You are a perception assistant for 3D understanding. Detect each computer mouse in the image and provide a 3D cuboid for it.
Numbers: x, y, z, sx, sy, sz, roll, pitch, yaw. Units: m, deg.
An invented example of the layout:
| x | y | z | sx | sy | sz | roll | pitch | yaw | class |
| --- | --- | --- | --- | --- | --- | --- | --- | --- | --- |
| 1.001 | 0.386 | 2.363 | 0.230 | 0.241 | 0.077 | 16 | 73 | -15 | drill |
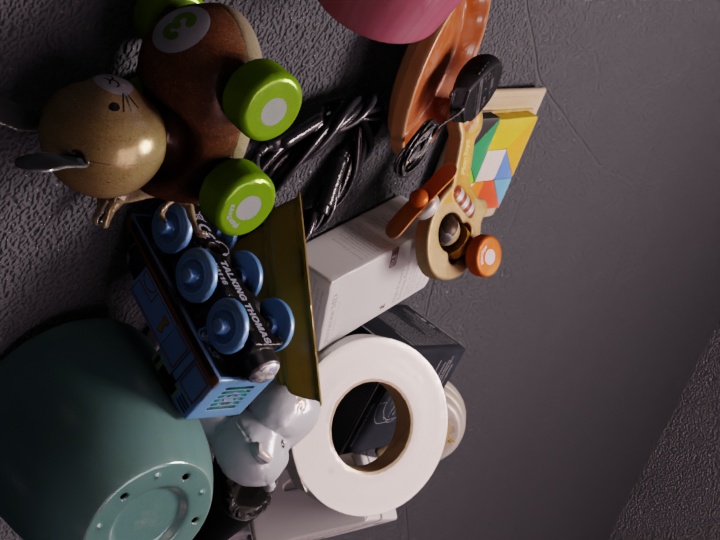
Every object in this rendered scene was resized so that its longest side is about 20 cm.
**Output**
| x | y | z | sx | sy | sz | roll | pitch | yaw | class |
| --- | --- | --- | --- | --- | --- | --- | --- | --- | --- |
| 0.088 | -0.165 | 1.312 | 0.200 | 0.034 | 0.059 | -46 | 155 | -35 | computer mouse |

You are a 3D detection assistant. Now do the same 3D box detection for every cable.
| x | y | z | sx | sy | sz | roll | pitch | yaw | class |
| --- | --- | --- | --- | --- | --- | --- | --- | --- | --- |
| -0.041 | -0.098 | 1.255 | 0.200 | 0.051 | 0.164 | -38 | 149 | -33 | cable |

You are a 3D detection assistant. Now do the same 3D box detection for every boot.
| x | y | z | sx | sy | sz | roll | pitch | yaw | class |
| --- | --- | --- | --- | --- | --- | --- | --- | --- | --- |
| -0.171 | 0.282 | 1.337 | 0.168 | 0.076 | 0.201 | -45 | -168 | 47 | boot |

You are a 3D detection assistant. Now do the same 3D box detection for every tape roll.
| x | y | z | sx | sy | sz | roll | pitch | yaw | class |
| --- | --- | --- | --- | --- | --- | --- | --- | --- | --- |
| 0.004 | 0.173 | 1.399 | 0.201 | 0.037 | 0.205 | -2 | 95 | -27 | tape roll |

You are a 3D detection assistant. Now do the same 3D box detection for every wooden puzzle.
| x | y | z | sx | sy | sz | roll | pitch | yaw | class |
| --- | --- | --- | --- | --- | --- | --- | --- | --- | --- |
| 0.155 | -0.138 | 1.557 | 0.199 | 0.037 | 0.186 | -17 | 134 | -53 | wooden puzzle |

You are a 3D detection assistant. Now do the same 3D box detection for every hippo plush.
| x | y | z | sx | sy | sz | roll | pitch | yaw | class |
| --- | --- | --- | --- | --- | --- | --- | --- | --- | --- |
| -0.133 | 0.132 | 1.236 | 0.200 | 0.160 | 0.160 | -46 | 153 | -19 | hippo plush |

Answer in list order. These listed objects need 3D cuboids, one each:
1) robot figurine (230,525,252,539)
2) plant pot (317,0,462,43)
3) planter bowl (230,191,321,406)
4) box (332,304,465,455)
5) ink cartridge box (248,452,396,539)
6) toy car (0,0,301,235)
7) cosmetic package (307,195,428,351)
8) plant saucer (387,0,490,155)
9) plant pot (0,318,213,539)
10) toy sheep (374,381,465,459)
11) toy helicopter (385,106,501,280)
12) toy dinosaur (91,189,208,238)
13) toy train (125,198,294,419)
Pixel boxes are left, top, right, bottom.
| x | y | z | sx | sy | sz | roll | pitch | yaw | class |
| --- | --- | --- | --- | --- | --- | --- | --- | --- | --- |
| -0.175 | 0.369 | 1.492 | 0.199 | 0.113 | 0.171 | 2 | 117 | -60 | robot figurine |
| 0.043 | -0.295 | 1.031 | 0.199 | 0.200 | 0.179 | -33 | 162 | -38 | plant pot |
| -0.086 | 0.031 | 1.170 | 0.083 | 0.202 | 0.201 | -7 | 142 | -3 | planter bowl |
| 0.018 | 0.131 | 1.556 | 0.200 | 0.107 | 0.149 | 4 | 118 | -61 | box |
| -0.048 | 0.282 | 1.533 | 0.145 | 0.085 | 0.200 | -16 | 167 | 9 | ink cartridge box |
| -0.174 | -0.115 | 0.906 | 0.199 | 0.164 | 0.159 | -11 | 131 | -39 | toy car |
| 0.000 | 0.000 | 1.414 | 0.199 | 0.074 | 0.102 | -31 | 145 | -43 | cosmetic package |
| 0.078 | -0.213 | 1.304 | 0.201 | 0.032 | 0.201 | -58 | 166 | -23 | plant saucer |
| -0.220 | 0.168 | 1.084 | 0.200 | 0.161 | 0.202 | -26 | 135 | -28 | plant pot |
| 0.081 | 0.203 | 1.726 | 0.139 | 0.137 | 0.200 | -61 | -165 | 12 | toy sheep |
| 0.095 | -0.090 | 1.374 | 0.132 | 0.078 | 0.202 | 8 | 90 | -46 | toy helicopter |
| -0.132 | -0.092 | 1.050 | 0.200 | 0.101 | 0.058 | -40 | 160 | -34 | toy dinosaur |
| -0.140 | 0.027 | 1.080 | 0.114 | 0.201 | 0.086 | -45 | 153 | 27 | toy train |
